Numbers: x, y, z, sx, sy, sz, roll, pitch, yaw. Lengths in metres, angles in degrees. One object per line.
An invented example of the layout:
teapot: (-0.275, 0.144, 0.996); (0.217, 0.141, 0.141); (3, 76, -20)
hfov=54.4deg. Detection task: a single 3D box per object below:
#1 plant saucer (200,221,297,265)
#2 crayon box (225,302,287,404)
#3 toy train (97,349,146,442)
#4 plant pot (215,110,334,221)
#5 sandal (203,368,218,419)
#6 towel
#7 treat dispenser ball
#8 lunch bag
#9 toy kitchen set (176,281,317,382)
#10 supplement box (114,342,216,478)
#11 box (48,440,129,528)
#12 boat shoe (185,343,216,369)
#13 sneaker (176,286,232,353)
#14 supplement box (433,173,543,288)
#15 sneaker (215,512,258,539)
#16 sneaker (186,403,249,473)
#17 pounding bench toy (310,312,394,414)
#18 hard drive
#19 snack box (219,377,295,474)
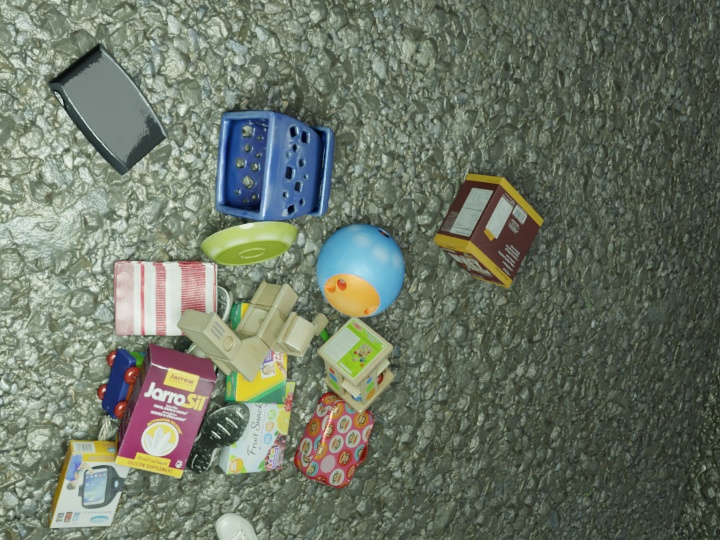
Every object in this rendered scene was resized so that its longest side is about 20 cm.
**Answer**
plant saucer: (-0.217, -0.047, 1.391); (0.196, 0.199, 0.032); (-3, 73, -33)
crayon box: (-0.218, 0.177, 1.485); (0.116, 0.058, 0.206); (9, 76, -34)
toy train: (-0.449, 0.256, 1.378); (0.114, 0.084, 0.205); (6, 107, -52)
plant pot: (-0.164, -0.205, 1.398); (0.177, 0.198, 0.206); (-1, 101, -40)
sandal: (-0.343, 0.290, 1.444); (0.203, 0.044, 0.075); (-60, 165, -4)
towel: (-0.377, 0.055, 1.358); (0.194, 0.023, 0.148); (1, 101, -8)
treat dispenser ball: (0.000, 0.000, 1.543); (0.197, 0.199, 0.207); (-8, 105, -32)
lunch bag: (-0.050, 0.408, 1.669); (0.174, 0.081, 0.204); (30, 83, -35)
toy kitchen set: (-0.199, 0.085, 1.341); (0.203, 0.160, 0.182); (-63, 140, -26)
supplement box: (-0.360, 0.258, 1.293); (0.128, 0.103, 0.205); (18, 98, -22)
box: (-0.521, 0.422, 1.349); (0.117, 0.041, 0.204); (10, 109, -34)
boat shoe: (-0.345, 0.218, 1.376); (0.071, 0.060, 0.204); (33, 94, 7)
sneaker: (-0.312, 0.125, 1.437); (0.073, 0.079, 0.204); (29, 99, 6)
supplement box: (0.327, -0.101, 1.784); (0.196, 0.132, 0.203); (36, 80, -34)
sneaker: (-0.251, 0.628, 1.580); (0.073, 0.084, 0.202); (-41, 118, -17)
sneaker: (-0.293, 0.330, 1.439); (0.074, 0.080, 0.200); (43, 117, -5)
pounding bench toy: (-0.033, 0.201, 1.618); (0.124, 0.198, 0.158); (-41, 150, -24)
hard drive: (-0.449, -0.290, 1.272); (0.135, 0.042, 0.202); (-45, 121, -18)
snack box: (-0.229, 0.339, 1.550); (0.139, 0.053, 0.206); (5, 96, -34)
